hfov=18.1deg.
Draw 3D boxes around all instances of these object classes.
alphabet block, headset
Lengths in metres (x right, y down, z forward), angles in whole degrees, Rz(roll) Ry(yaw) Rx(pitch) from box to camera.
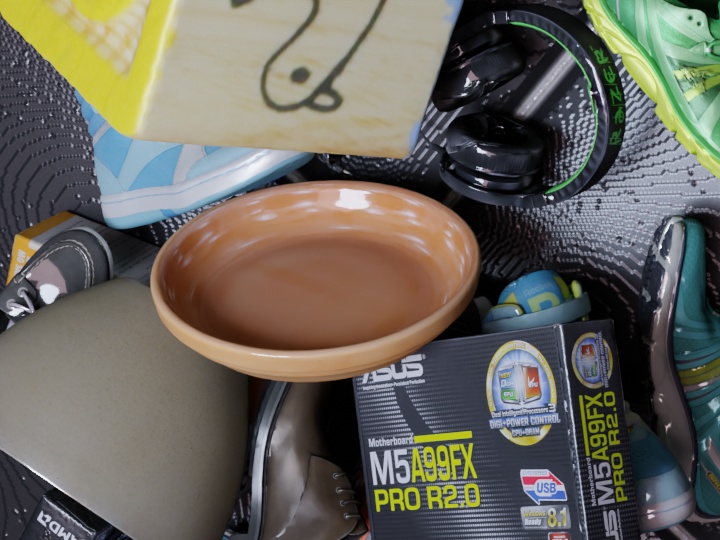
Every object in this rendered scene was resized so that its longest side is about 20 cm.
[{"bbox_3d":[-0.069,-0.193,1.326,0.196,0.200,0.196,40,121,46],"label":"alphabet block"},{"bbox_3d":[0.066,-0.095,1.394,0.200,0.094,0.124,-5,103,40],"label":"headset"}]

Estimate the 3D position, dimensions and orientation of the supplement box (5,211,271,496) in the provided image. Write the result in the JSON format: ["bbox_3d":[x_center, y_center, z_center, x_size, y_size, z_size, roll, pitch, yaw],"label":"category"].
[{"bbox_3d":[-0.146,0.056,1.535,0.200,0.074,0.126,20,112,16],"label":"supplement box"}]

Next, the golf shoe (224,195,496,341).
[{"bbox_3d":[0.000,0.000,1.471,0.200,0.078,0.095,38,95,9],"label":"golf shoe"}]

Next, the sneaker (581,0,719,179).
[{"bbox_3d":[0.214,-0.121,1.338,0.200,0.074,0.084,50,120,3],"label":"sneaker"}]

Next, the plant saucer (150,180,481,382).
[{"bbox_3d":[-0.026,0.009,1.364,0.200,0.200,0.038,7,124,20],"label":"plant saucer"}]

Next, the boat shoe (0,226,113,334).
[{"bbox_3d":[-0.230,0.056,1.497,0.067,0.057,0.200,42,117,9],"label":"boat shoe"}]

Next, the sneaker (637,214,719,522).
[{"bbox_3d":[0.215,0.059,1.402,0.079,0.078,0.200,-8,107,4],"label":"sneaker"}]

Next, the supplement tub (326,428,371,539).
[{"bbox_3d":[0.049,0.179,1.470,0.200,0.107,0.107,28,113,15],"label":"supplement tub"}]

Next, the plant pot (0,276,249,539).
[{"bbox_3d":[-0.146,0.084,1.415,0.200,0.200,0.135,33,81,11],"label":"plant pot"}]

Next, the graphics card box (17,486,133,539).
[{"bbox_3d":[-0.216,0.223,1.582,0.051,0.125,0.200,37,116,10],"label":"graphics card box"}]

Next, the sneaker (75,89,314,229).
[{"bbox_3d":[-0.118,-0.104,1.452,0.200,0.079,0.131,-13,97,47],"label":"sneaker"}]

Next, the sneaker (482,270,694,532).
[{"bbox_3d":[0.129,0.074,1.360,0.200,0.079,0.131,29,132,60],"label":"sneaker"}]

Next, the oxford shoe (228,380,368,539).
[{"bbox_3d":[-0.030,0.138,1.422,0.084,0.073,0.200,7,80,12],"label":"oxford shoe"}]

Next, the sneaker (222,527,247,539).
[{"bbox_3d":[-0.095,0.224,1.520,0.078,0.090,0.200,58,153,0],"label":"sneaker"}]

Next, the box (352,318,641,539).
[{"bbox_3d":[0.077,0.117,1.330,0.200,0.044,0.161,-10,86,52],"label":"box"}]
